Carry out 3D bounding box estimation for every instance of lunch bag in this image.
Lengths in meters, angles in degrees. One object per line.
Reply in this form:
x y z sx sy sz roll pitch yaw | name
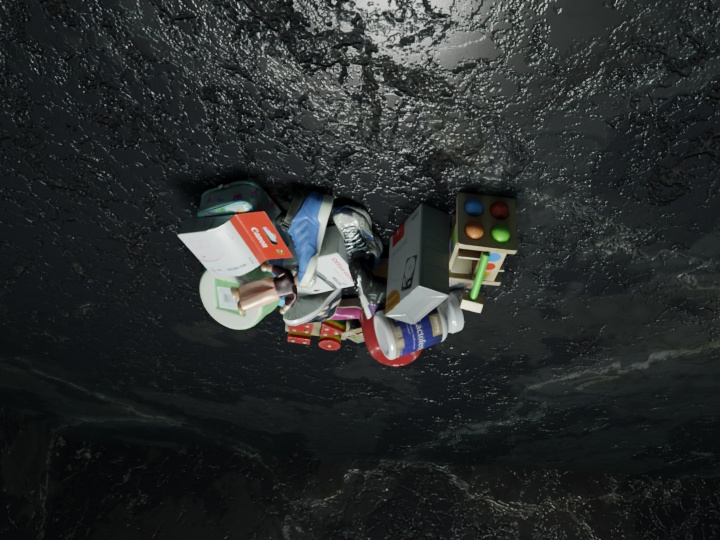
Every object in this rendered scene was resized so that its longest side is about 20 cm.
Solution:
-0.256 -0.111 1.255 0.156 0.079 0.201 -8 146 25 | lunch bag

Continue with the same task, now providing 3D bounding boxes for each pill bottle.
0.138 0.126 1.351 0.195 0.118 0.117 -17 152 -13 | pill bottle

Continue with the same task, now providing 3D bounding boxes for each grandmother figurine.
-0.189 0.042 1.301 0.195 0.061 0.124 -20 116 4 | grandmother figurine

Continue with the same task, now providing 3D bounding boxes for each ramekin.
-0.298 0.044 1.402 0.194 0.098 0.205 8 117 15 | ramekin

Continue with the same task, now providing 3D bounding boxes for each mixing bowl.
0.088 0.176 1.475 0.194 0.111 0.202 5 148 3 | mixing bowl

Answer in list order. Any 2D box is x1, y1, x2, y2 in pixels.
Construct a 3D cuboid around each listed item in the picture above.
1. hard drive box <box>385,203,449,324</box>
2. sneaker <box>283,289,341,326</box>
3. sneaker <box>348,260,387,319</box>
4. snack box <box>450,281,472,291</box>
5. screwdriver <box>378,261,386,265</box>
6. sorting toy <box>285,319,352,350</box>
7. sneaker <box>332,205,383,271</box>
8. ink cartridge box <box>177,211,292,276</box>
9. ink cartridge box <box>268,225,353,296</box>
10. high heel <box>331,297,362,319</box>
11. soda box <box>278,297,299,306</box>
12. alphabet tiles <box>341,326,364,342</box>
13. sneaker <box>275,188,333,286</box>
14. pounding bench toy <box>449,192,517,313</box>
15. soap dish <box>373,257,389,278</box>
0.123 -0.012 1.234 0.075 0.205 0.156 17 147 -18 | hard drive box
-0.115 0.100 1.457 0.077 0.199 0.081 25 132 32 | sneaker
0.029 0.030 1.314 0.086 0.077 0.202 -22 148 -3 | sneaker
0.215 0.021 1.353 0.196 0.025 0.072 -6 144 -35 | snack box
0.000 0.000 1.418 0.197 0.029 0.029 -14 153 43 | screwdriver
-0.126 0.167 1.690 0.193 0.071 0.202 9 148 -5 | sorting toy
-0.002 -0.068 1.275 0.075 0.087 0.200 -12 144 26 | sneaker
-0.267 -0.052 1.227 0.194 0.058 0.164 1 146 21 | ink cartridge box
-0.101 -0.020 1.369 0.195 0.086 0.145 -12 145 26 | ink cartridge box
-0.017 0.123 1.582 0.195 0.068 0.097 16 127 -9 | high heel
-0.198 0.055 1.526 0.197 0.066 0.067 27 143 -32 | soda box
0.058 0.173 1.667 0.195 0.008 0.167 -17 160 13 | alphabet tiles
-0.134 -0.074 1.224 0.108 0.077 0.205 15 107 -5 | sneaker
0.247 -0.035 1.175 0.120 0.205 0.157 6 150 -1 | pounding bench toy
0.122 0.047 1.445 0.153 0.083 0.201 -6 146 19 | soap dish
